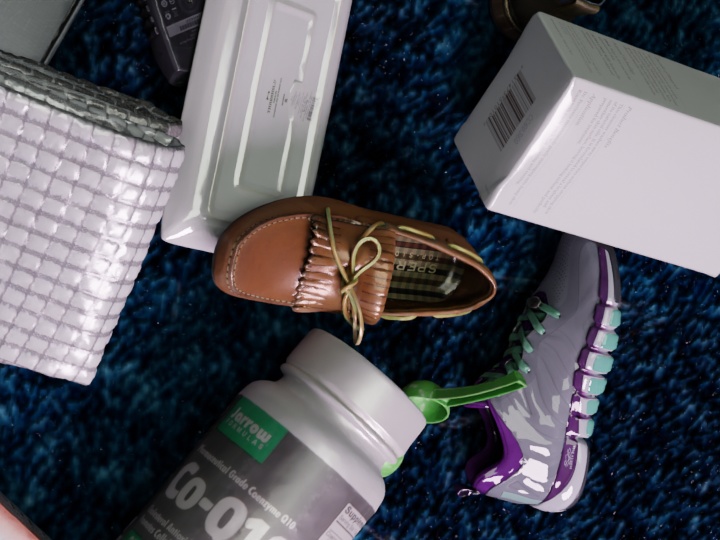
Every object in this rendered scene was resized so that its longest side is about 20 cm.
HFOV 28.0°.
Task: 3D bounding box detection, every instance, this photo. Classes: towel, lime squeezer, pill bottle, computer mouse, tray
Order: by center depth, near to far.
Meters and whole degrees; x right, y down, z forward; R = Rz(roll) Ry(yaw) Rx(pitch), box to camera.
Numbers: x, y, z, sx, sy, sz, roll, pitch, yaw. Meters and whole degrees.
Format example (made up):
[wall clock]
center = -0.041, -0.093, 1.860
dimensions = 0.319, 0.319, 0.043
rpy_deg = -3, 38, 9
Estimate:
[towel]
center = -0.216, -0.042, 0.806
dimensions = 0.199, 0.086, 0.166
rpy_deg = 20, 112, -18
[pill bottle]
center = -0.057, 0.141, 0.889
dimensions = 0.113, 0.113, 0.200
rpy_deg = 43, 78, -19
[tray]
center = -0.057, -0.106, 0.897
dimensions = 0.107, 0.022, 0.201
rpy_deg = 14, 86, -39
[computer mouse]
center = -0.096, -0.111, 0.901
dimensions = 0.059, 0.034, 0.201
rpy_deg = -27, 109, -34
[lime squeezer]
center = 0.031, 0.118, 0.951
dimensions = 0.200, 0.071, 0.038
rpy_deg = -45, 137, 19

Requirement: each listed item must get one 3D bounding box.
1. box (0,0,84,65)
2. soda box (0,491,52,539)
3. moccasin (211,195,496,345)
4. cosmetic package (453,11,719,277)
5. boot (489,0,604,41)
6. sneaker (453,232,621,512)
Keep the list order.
[box]
center = -0.239, -0.220, 0.819
dimensions = 0.200, 0.051, 0.158
rpy_deg = 31, 84, -21
[soda box]
center = -0.212, 0.179, 0.854
dimensions = 0.064, 0.068, 0.200
rpy_deg = -45, 108, -12
[moccasin]
center = -0.001, 0.002, 0.893
dimensions = 0.201, 0.078, 0.074
rpy_deg = 12, 104, -39
[cosmetic package]
center = 0.179, -0.079, 0.951
dimensions = 0.199, 0.081, 0.113
rpy_deg = 15, 125, -29
[boot]
center = 0.143, -0.252, 0.943
dimensions = 0.074, 0.097, 0.201
rpy_deg = 7, 92, -22
[sneaker]
center = 0.118, 0.063, 0.975
dimensions = 0.087, 0.074, 0.201
rpy_deg = 7, 93, -17
